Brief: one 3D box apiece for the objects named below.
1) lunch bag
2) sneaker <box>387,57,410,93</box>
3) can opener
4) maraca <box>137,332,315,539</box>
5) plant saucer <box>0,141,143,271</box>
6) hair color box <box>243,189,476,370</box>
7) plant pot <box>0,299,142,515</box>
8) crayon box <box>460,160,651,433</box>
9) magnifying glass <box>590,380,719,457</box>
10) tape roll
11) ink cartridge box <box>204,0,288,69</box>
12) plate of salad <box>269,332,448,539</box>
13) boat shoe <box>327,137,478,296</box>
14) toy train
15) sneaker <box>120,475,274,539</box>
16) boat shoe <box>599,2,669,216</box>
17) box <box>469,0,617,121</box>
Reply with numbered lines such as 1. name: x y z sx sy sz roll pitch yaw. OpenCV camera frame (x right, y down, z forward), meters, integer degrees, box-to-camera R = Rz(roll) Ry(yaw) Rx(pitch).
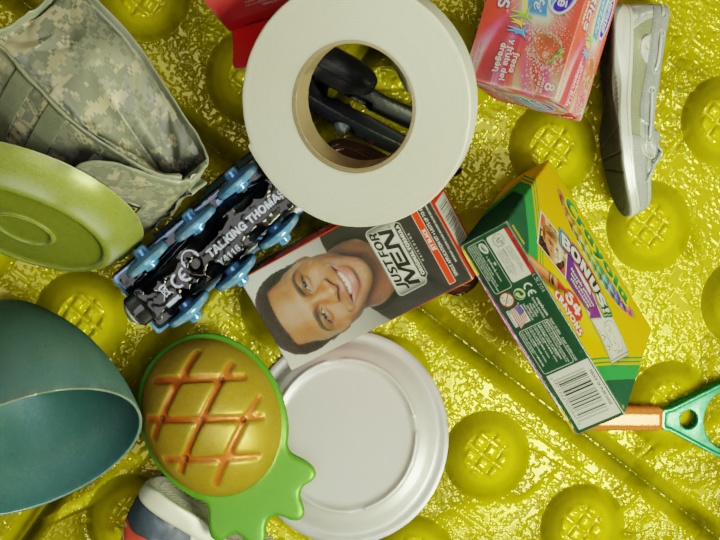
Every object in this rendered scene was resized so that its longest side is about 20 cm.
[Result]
1. lunch bag: -0.232 -0.118 0.993 0.200 0.164 0.118 46 60 -8
2. sneaker: -0.015 -0.243 1.061 0.128 0.079 0.202 -21 97 -3
3. can opener: 0.016 -0.145 1.083 0.198 0.079 0.064 31 89 -19
4. maraca: -0.126 0.155 1.059 0.136 0.107 0.202 -33 84 4
5. plant saucer: -0.287 -0.047 0.987 0.197 0.200 0.032 18 66 -8
6. hair color box: 0.000 0.000 1.042 0.198 0.061 0.102 -28 98 22
7. plant pot: -0.308 0.107 1.016 0.197 0.201 0.136 -25 61 -4
8. crayon box: 0.187 0.019 1.060 0.058 0.173 0.202 -28 100 31
9. magnifying glass: 0.324 0.150 1.164 0.196 0.022 0.081 1 95 -9
10. tape roll: -0.002 -0.138 0.948 0.199 0.037 0.207 4 108 14
11. ink cartridge box: -0.080 -0.289 0.997 0.114 0.067 0.203 -13 67 16
12. plate of salad: -0.012 0.160 1.106 0.196 0.048 0.204 -2 78 7
13. boat shoe: 0.040 -0.053 1.088 0.200 0.068 0.072 42 89 -8
14. toy train: -0.136 -0.027 1.046 0.199 0.114 0.087 -41 104 -2
15. sneaker: -0.140 0.283 1.098 0.198 0.075 0.085 34 97 -2
16. boat shoe: 0.269 -0.156 1.106 0.063 0.074 0.206 -2 88 -2
17. box: 0.180 -0.253 1.057 0.093 0.102 0.203 18 92 25
